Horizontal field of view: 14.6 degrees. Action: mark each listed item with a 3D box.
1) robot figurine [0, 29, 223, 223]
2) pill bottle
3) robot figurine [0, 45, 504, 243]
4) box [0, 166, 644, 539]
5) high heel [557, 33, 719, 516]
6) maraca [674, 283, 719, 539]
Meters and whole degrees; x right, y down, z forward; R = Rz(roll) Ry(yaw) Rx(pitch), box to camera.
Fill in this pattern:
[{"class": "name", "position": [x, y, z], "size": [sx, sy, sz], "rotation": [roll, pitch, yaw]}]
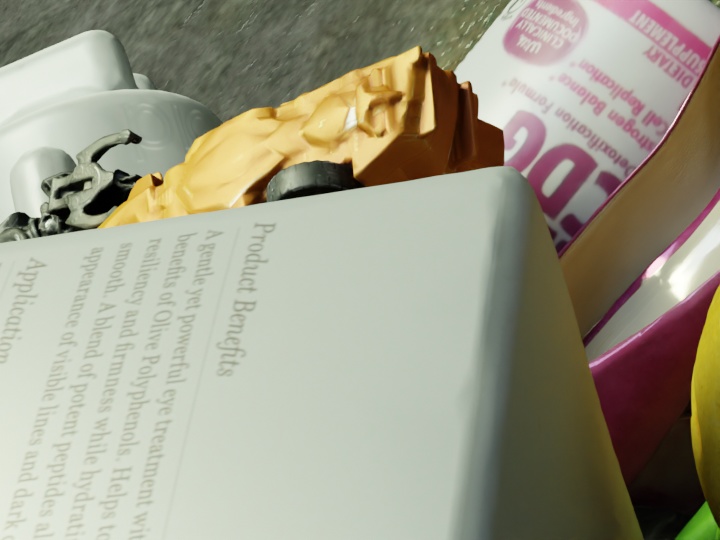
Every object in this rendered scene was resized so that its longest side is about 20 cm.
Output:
[{"class": "robot figurine", "position": [-0.085, 0.015, 1.017], "size": [0.112, 0.170, 0.201], "rotation": [-23, 67, 10]}, {"class": "pill bottle", "position": [0.046, 0.005, 0.878], "size": [0.200, 0.113, 0.113], "rotation": [-51, 25, -4]}, {"class": "robot figurine", "position": [-0.048, 0.021, 0.823], "size": [0.199, 0.058, 0.146], "rotation": [-25, 51, 31]}, {"class": "box", "position": [-0.024, 0.118, 0.675], "size": [0.170, 0.201, 0.200], "rotation": [-9, 39, 16]}, {"class": "high heel", "position": [0.087, -0.023, 0.789], "size": [0.067, 0.095, 0.201], "rotation": [45, 118, 49]}, {"class": "maraca", "position": [0.137, 0.028, 0.720], "size": [0.137, 0.107, 0.200], "rotation": [-43, -2, -14]}]
